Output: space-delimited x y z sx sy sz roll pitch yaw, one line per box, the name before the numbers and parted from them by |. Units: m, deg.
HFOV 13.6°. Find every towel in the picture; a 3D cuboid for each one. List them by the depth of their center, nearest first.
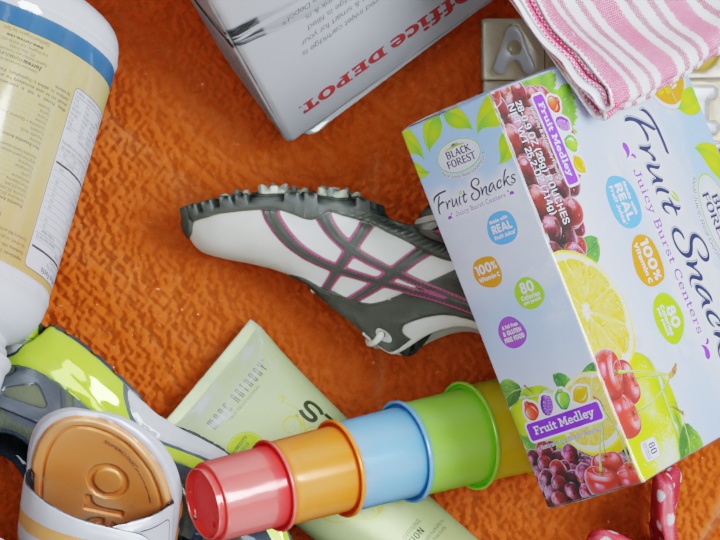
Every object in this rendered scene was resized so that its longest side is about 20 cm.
towel | 0.131 -0.163 1.524 0.030 0.200 0.147 -38 85 39

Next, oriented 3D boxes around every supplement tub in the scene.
supplement tub | -0.213 -0.047 1.516 0.144 0.145 0.201 16 77 -1

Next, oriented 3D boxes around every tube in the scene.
tube | -0.007 0.118 1.572 0.200 0.058 0.052 40 126 5

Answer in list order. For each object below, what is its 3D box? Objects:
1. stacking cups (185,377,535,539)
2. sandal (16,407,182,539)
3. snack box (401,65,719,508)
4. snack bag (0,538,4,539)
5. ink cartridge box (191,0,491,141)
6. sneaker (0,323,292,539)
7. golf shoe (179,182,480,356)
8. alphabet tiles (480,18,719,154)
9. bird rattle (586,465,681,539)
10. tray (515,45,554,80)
stacking cups | 0.005 0.094 1.531 0.199 0.060 0.061 -10 86 -27
sandal | -0.134 0.166 1.500 0.079 0.059 0.208 7 119 2
snack box | 0.125 -0.004 1.501 0.067 0.168 0.201 -20 91 40
snack bag | -0.184 0.188 1.500 0.200 0.189 0.021 34 55 1
ink cartridge box | -0.025 -0.179 1.514 0.146 0.200 0.084 -36 59 -5
sneaker | -0.120 0.115 1.547 0.200 0.074 0.081 35 64 7
golf shoe | 0.000 0.000 1.557 0.199 0.077 0.089 6 93 12
alphabet tiles | 0.164 -0.051 1.591 0.199 0.008 0.168 -1 85 -2
bird rattle | 0.190 0.198 1.526 0.112 0.163 0.201 -14 96 -22
tray | 0.148 -0.023 1.602 0.200 0.022 0.108 38 86 1
